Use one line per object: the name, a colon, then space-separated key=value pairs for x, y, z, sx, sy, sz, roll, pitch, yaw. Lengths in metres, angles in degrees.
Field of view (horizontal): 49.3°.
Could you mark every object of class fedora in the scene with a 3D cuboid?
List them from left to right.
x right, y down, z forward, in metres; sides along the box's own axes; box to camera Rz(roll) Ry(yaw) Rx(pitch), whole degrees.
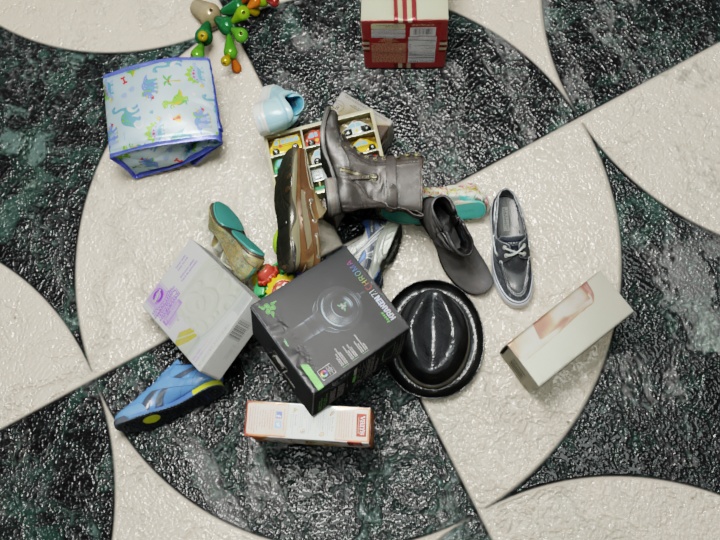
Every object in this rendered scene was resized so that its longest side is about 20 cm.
fedora: x=0.120 y=0.106 z=1.300 sx=0.195 sy=0.092 sz=0.206 roll=-1 pitch=75 yaw=3

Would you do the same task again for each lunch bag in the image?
lunch bag: x=-0.349 y=-0.281 z=1.417 sx=0.195 sy=0.127 sz=0.174 roll=-15 pitch=74 yaw=10

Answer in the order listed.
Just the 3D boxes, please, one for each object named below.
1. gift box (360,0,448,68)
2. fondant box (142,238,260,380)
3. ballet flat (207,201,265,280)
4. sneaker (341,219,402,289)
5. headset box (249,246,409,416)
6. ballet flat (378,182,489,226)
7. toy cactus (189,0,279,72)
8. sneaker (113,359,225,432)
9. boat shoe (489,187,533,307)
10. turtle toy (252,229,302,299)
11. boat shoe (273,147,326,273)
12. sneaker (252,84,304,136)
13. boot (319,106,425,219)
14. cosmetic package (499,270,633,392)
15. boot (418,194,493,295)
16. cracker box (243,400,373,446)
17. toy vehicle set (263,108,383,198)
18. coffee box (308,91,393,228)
gift box: x=0.087 y=-0.496 z=1.414 sx=0.179 sy=0.200 sz=0.192 roll=1 pitch=73 yaw=-1
fondant box: x=-0.259 y=0.062 z=1.306 sx=0.199 sy=0.058 sz=0.145 roll=37 pitch=91 yaw=38
ballet flat: x=-0.226 y=-0.050 z=1.352 sx=0.070 sy=0.071 sz=0.200 roll=-37 pitch=45 yaw=-6
sneaker: x=0.000 y=0.000 z=1.356 sx=0.084 sy=0.077 sz=0.203 roll=20 pitch=70 yaw=18
headset box: x=-0.055 y=0.094 z=1.208 sx=0.198 sy=0.093 sz=0.175 roll=-31 pitch=67 yaw=-21
ballet flat: x=0.129 y=-0.120 z=1.384 sx=0.194 sy=0.077 sz=0.065 roll=1 pitch=44 yaw=-1
toy cactus: x=-0.259 y=-0.469 z=1.492 sx=0.164 sy=0.102 sz=0.201 roll=36 pitch=82 yaw=31
sneaker: x=-0.325 y=0.205 z=1.323 sx=0.196 sy=0.066 sz=0.080 roll=-25 pitch=63 yaw=-4
boat shoe: x=0.259 y=-0.041 z=1.344 sx=0.070 sy=0.068 sz=0.205 roll=-3 pitch=75 yaw=3
turtle toy: x=-0.123 y=0.023 z=1.334 sx=0.142 sy=0.101 sz=0.205 roll=4 pitch=75 yaw=4
boat shoe: x=-0.097 y=-0.096 z=1.284 sx=0.072 sy=0.075 sz=0.206 roll=3 pitch=83 yaw=-29
sneaker: x=-0.134 y=-0.285 z=1.383 sx=0.080 sy=0.201 sz=0.075 roll=-11 pitch=117 yaw=7
boot: x=0.021 y=-0.177 z=1.294 sx=0.169 sy=0.069 sz=0.205 roll=-6 pitch=80 yaw=-4
cosmetic package: x=0.333 y=0.102 z=1.285 sx=0.198 sy=0.104 sz=0.088 roll=-36 pitch=77 yaw=-7
boot: x=0.162 y=-0.033 z=1.291 sx=0.069 sy=0.132 sz=0.201 roll=-39 pitch=100 yaw=-1
cracker box: x=-0.077 y=0.248 z=1.254 sx=0.194 sy=0.134 sz=0.059 roll=2 pitch=75 yaw=4
toy vehicle set: x=-0.059 y=-0.191 z=1.342 sx=0.195 sy=0.027 sz=0.127 roll=-14 pitch=76 yaw=0
coffee box: x=-0.038 y=-0.196 z=1.398 sx=0.112 sy=0.080 sz=0.202 roll=30 pitch=79 yaw=10
